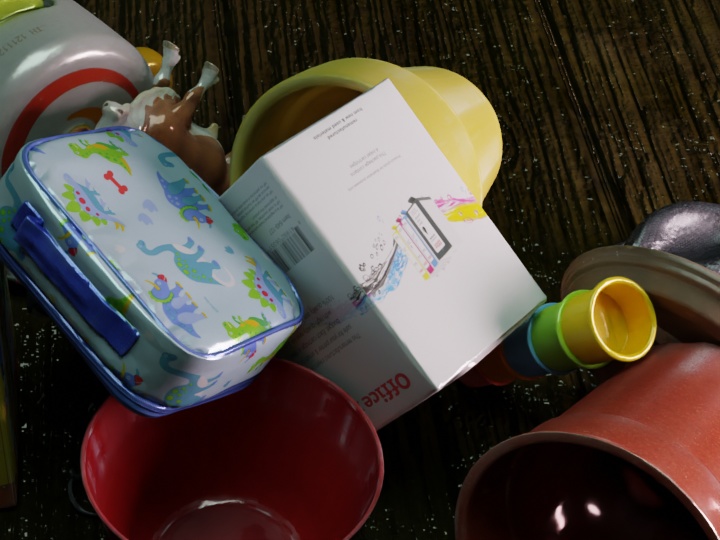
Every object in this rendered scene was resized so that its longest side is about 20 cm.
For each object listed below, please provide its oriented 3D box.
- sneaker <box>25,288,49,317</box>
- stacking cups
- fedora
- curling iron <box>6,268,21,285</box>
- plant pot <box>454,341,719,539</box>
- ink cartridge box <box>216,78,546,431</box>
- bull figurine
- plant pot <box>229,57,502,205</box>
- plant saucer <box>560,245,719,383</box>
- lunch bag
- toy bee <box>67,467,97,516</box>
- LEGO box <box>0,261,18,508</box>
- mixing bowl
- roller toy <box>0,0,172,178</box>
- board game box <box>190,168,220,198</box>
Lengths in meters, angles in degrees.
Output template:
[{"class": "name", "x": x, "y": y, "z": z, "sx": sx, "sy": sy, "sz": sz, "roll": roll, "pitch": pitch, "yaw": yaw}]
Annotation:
[{"class": "sneaker", "x": -0.175, "y": -0.010, "z": 1.313, "sx": 0.086, "sy": 0.078, "sz": 0.200, "roll": 15, "pitch": 21, "yaw": 23}, {"class": "stacking cups", "x": 0.130, "y": 0.053, "z": 1.278, "sx": 0.060, "sy": 0.200, "sz": 0.061, "roll": 8, "pitch": 74, "yaw": -31}, {"class": "fedora", "x": 0.274, "y": 0.004, "z": 1.419, "sx": 0.199, "sy": 0.092, "sz": 0.201, "roll": 4, "pitch": 41, "yaw": -4}, {"class": "curling iron", "x": -0.194, "y": 0.013, "z": 1.389, "sx": 0.199, "sy": 0.026, "sz": 0.050, "roll": 13, "pitch": 44, "yaw": 6}, {"class": "plant pot", "x": 0.197, "y": 0.154, "z": 1.177, "sx": 0.200, "sy": 0.202, "sz": 0.195, "roll": 27, "pitch": 36, "yaw": 21}, {"class": "ink cartridge box", "x": 0.000, "y": 0.000, "z": 1.251, "sx": 0.144, "sy": 0.147, "sz": 0.200, "roll": -36, "pitch": 90, "yaw": -40}, {"class": "bull figurine", "x": -0.146, "y": -0.106, "z": 1.408, "sx": 0.065, "sy": 0.200, "sz": 0.122, "roll": 22, "pitch": 76, "yaw": 37}, {"class": "plant pot", "x": 0.024, "y": -0.084, "z": 1.421, "sx": 0.200, "sy": 0.202, "sz": 0.189, "roll": 25, "pitch": 29, "yaw": 19}, {"class": "plant saucer", "x": 0.231, "y": 0.060, "z": 1.277, "sx": 0.199, "sy": 0.201, "sz": 0.030, "roll": 26, "pitch": 61, "yaw": 20}, {"class": "lunch bag", "x": -0.147, "y": -0.003, "z": 1.150, "sx": 0.200, "sy": 0.083, "sz": 0.161, "roll": 47, "pitch": 28, "yaw": 12}, {"class": "toy bee", "x": -0.135, "y": 0.074, "z": 1.268, "sx": 0.130, "sy": 0.109, "sz": 0.201, "roll": 8, "pitch": 41, "yaw": -2}, {"class": "LEGO box", "x": -0.284, "y": 0.045, "z": 1.206, "sx": 0.077, "sy": 0.201, "sz": 0.149, "roll": -4, "pitch": 42, "yaw": -7}, {"class": "mixing bowl", "x": -0.088, "y": 0.162, "z": 1.172, "sx": 0.199, "sy": 0.109, "sz": 0.201, "roll": 4, "pitch": 40, "yaw": -3}, {"class": "roller toy", "x": -0.262, "y": -0.128, "z": 1.421, "sx": 0.140, "sy": 0.183, "sz": 0.200, "roll": 37, "pitch": 9, "yaw": 34}, {"class": "board game box", "x": -0.080, "y": 0.016, "z": 1.319, "sx": 0.200, "sy": 0.019, "sz": 0.103, "roll": 44, "pitch": 30, "yaw": -6}]
